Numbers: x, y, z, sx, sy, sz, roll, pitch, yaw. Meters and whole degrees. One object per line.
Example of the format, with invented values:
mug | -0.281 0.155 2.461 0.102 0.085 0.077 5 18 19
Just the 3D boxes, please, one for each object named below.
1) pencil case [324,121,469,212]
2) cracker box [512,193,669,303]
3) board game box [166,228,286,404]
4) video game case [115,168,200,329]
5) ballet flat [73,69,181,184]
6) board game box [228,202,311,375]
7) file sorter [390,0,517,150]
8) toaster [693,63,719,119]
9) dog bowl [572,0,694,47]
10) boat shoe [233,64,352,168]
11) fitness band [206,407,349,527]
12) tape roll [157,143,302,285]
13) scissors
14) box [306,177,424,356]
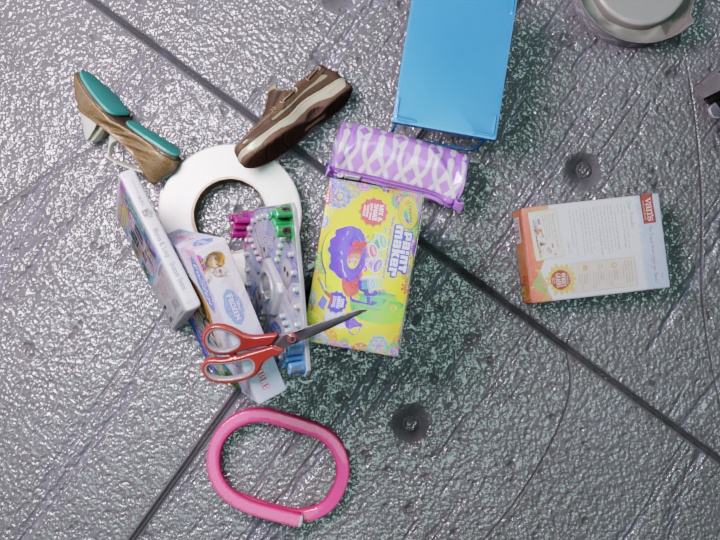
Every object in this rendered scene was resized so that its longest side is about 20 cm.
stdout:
pencil case | 0.051 -0.145 1.094 0.199 0.084 0.086 12 53 -1
cracker box | 0.325 -0.030 1.118 0.199 0.058 0.135 -6 88 -2
board game box | -0.181 0.051 0.991 0.041 0.199 0.201 -27 107 -23
video game case | -0.265 -0.019 1.016 0.024 0.200 0.183 -26 89 -21
ballet flat | -0.335 -0.190 1.087 0.200 0.068 0.072 40 106 6
board game box | -0.119 0.021 0.987 0.026 0.200 0.201 -7 94 -25
file sorter | 0.122 -0.277 1.087 0.138 0.123 0.201 9 86 -2
toaster | 0.604 -0.260 1.114 0.200 0.119 0.181 -41 91 -4
dog bowl | 0.397 -0.419 1.141 0.199 0.059 0.201 0 87 -4
boat shoe | -0.105 -0.217 1.086 0.075 0.075 0.202 46 61 7
fitness band | -0.113 0.270 1.089 0.199 0.037 0.144 17 86 -3
tape roll | -0.181 -0.076 1.103 0.202 0.037 0.204 0 88 -4
scissors | -0.087 0.086 0.896 0.199 0.014 0.074 -7 105 3
box | 0.000 0.000 1.031 0.121 0.193 0.201 10 86 -3
